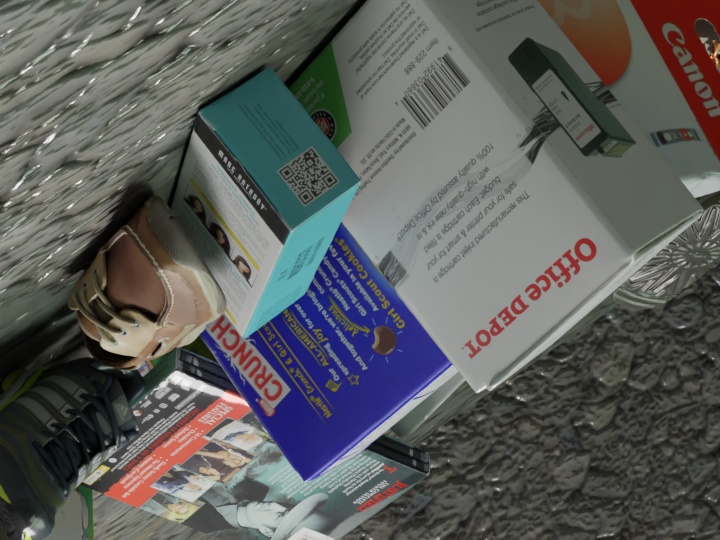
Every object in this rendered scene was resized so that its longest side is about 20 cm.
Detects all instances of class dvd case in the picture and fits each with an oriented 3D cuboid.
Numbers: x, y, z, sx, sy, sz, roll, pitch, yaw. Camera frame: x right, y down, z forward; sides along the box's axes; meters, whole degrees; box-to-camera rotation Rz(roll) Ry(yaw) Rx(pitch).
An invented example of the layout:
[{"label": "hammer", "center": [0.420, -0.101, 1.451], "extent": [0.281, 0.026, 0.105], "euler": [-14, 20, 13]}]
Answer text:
[{"label": "dvd case", "center": [-0.077, 0.125, 1.615], "extent": [0.200, 0.022, 0.146], "euler": [25, 135, -28]}]

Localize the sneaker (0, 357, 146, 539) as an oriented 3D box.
[{"label": "sneaker", "center": [-0.176, 0.095, 1.467], "extent": [0.081, 0.074, 0.200], "euler": [-23, -161, 11]}]

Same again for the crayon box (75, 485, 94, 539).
[{"label": "crayon box", "center": [-0.249, 0.214, 1.643], "extent": [0.173, 0.058, 0.200], "euler": [-42, -148, 22]}]

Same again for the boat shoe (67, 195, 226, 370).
[{"label": "boat shoe", "center": [-0.126, 0.017, 1.425], "extent": [0.072, 0.076, 0.200], "euler": [-33, 169, -14]}]

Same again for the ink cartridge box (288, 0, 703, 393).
[{"label": "ink cartridge box", "center": [0.065, -0.057, 1.361], "extent": [0.084, 0.200, 0.146], "euler": [-28, 168, -49]}]

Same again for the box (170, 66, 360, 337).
[{"label": "box", "center": [-0.058, -0.034, 1.391], "extent": [0.049, 0.082, 0.200], "euler": [-36, 172, -19]}]

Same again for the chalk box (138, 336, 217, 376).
[{"label": "chalk box", "center": [-0.083, 0.069, 1.697], "extent": [0.124, 0.125, 0.200], "euler": [-28, 166, -49]}]

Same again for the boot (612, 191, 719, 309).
[{"label": "boot", "center": [0.223, -0.094, 1.820], "extent": [0.072, 0.200, 0.182], "euler": [23, 138, -37]}]

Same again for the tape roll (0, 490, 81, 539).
[{"label": "tape roll", "center": [-0.251, 0.204, 1.562], "extent": [0.203, 0.037, 0.203], "euler": [-34, -143, 30]}]

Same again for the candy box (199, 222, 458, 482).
[{"label": "candy box", "center": [0.000, 0.000, 1.511], "extent": [0.200, 0.169, 0.077], "euler": [-40, 168, 23]}]

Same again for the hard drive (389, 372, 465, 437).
[{"label": "hard drive", "center": [0.064, 0.031, 1.711], "extent": [0.132, 0.026, 0.200], "euler": [-46, -170, 11]}]

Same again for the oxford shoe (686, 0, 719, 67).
[{"label": "oxford shoe", "center": [0.196, -0.153, 1.581], "extent": [0.200, 0.073, 0.071], "euler": [-40, 163, -11]}]

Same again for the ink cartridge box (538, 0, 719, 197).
[{"label": "ink cartridge box", "center": [0.171, -0.119, 1.475], "extent": [0.200, 0.162, 0.050], "euler": [-17, 162, -33]}]
